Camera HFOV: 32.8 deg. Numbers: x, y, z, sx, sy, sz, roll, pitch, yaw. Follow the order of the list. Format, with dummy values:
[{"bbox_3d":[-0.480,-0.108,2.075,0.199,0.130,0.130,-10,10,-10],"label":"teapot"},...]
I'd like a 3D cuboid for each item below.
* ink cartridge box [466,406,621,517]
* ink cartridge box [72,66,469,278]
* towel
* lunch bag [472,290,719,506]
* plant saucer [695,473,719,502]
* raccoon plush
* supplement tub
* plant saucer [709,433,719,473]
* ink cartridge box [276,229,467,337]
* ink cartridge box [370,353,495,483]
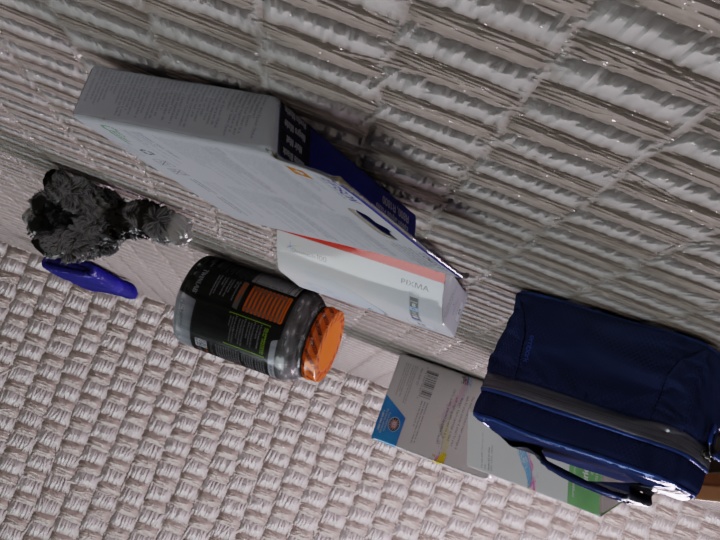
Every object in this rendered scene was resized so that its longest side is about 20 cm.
[{"bbox_3d":[0.250,0.213,1.510,0.199,0.088,0.145,13,-159,41],"label":"ink cartridge box"},{"bbox_3d":[-0.046,-0.060,0.772,0.199,0.041,0.199,16,171,29],"label":"ink cartridge box"},{"bbox_3d":[-0.597,0.009,2.712,0.147,0.050,0.200,10,169,21],"label":"towel"},{"bbox_3d":[0.200,0.112,0.985,0.199,0.133,0.136,16,172,32],"label":"lunch bag"},{"bbox_3d":[0.416,0.216,1.302,0.199,0.033,0.200,-1,179,0],"label":"plant saucer"},{"bbox_3d":[-0.279,-0.044,1.346,0.199,0.097,0.134,20,180,1],"label":"raccoon plush"},{"bbox_3d":[-0.129,0.066,1.565,0.199,0.123,0.123,19,172,14],"label":"supplement tub"},{"bbox_3d":[0.335,0.186,1.308,0.199,0.037,0.200,-3,179,0],"label":"plant saucer"},{"bbox_3d":[0.000,0.000,1.046,0.159,0.047,0.200,19,174,16],"label":"ink cartridge box"},{"bbox_3d":[0.143,0.242,1.982,0.199,0.148,0.145,19,172,14],"label":"ink cartridge box"}]
